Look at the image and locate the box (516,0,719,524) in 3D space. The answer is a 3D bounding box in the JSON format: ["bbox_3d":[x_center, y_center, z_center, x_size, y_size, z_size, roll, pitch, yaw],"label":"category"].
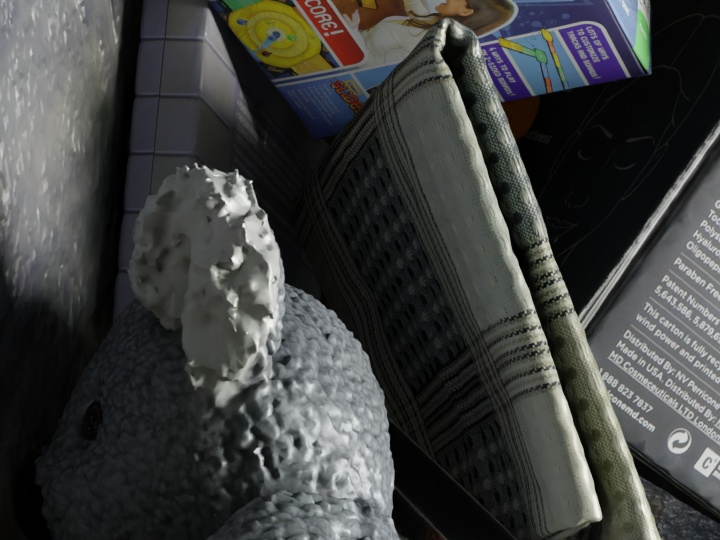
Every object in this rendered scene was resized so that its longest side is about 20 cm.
[{"bbox_3d":[0.129,-0.025,0.767,0.197,0.124,0.200,-56,-159,-2],"label":"box"}]

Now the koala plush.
[{"bbox_3d":[-0.034,0.085,0.566,0.178,0.183,0.201,72,11,-58],"label":"koala plush"}]

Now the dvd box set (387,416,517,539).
[{"bbox_3d":[-0.006,0.158,0.692,0.146,0.029,0.201,41,-57,55],"label":"dvd box set"}]

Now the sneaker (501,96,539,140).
[{"bbox_3d":[-0.018,-0.118,0.762,0.200,0.092,0.076,53,44,-19],"label":"sneaker"}]

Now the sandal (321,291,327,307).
[{"bbox_3d":[0.000,0.000,0.926,0.200,0.054,0.082,-60,148,-64],"label":"sandal"}]

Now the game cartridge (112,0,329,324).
[{"bbox_3d":[-0.050,-0.020,0.750,0.200,0.038,0.131,49,40,-72],"label":"game cartridge"}]

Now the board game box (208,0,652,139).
[{"bbox_3d":[0.004,-0.122,0.634,0.200,0.135,0.035,51,37,-50],"label":"board game box"}]

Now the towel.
[{"bbox_3d":[0.030,0.037,0.680,0.201,0.034,0.193,70,-22,9],"label":"towel"}]
